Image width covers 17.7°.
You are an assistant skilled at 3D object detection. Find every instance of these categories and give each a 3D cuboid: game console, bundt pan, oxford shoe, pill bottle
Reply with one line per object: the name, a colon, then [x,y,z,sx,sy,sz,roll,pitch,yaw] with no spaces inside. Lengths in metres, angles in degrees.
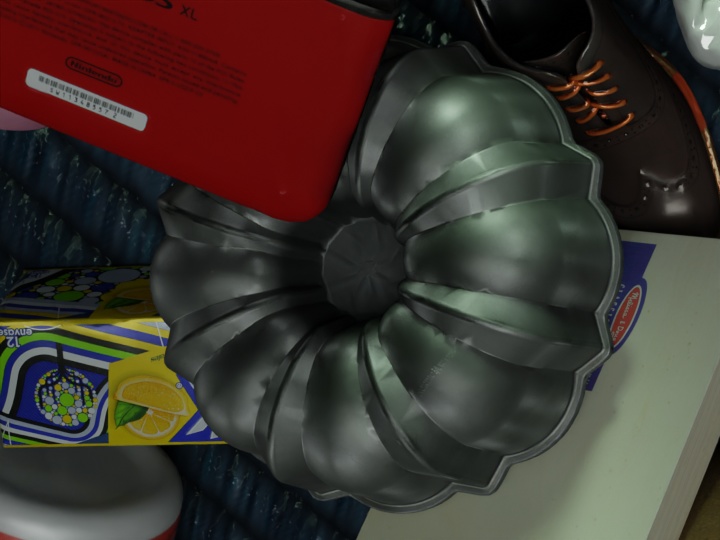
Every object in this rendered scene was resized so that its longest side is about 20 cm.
game console: [-0.071,-0.143,0.885,0.200,0.119,0.172,22,127,2]
bundt pan: [0.000,0.000,0.931,0.202,0.076,0.202,-1,88,23]
oxford shoe: [0.091,-0.078,0.977,0.071,0.073,0.200,-32,104,18]
pill bottle: [-0.157,0.174,1.086,0.116,0.116,0.200,15,113,2]

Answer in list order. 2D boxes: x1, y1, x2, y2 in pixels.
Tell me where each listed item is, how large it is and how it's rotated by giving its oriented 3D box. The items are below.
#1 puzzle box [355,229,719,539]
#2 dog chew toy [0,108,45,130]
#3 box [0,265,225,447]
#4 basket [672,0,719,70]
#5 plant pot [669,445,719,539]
puzzle box: [0.082,0.070,0.959,0.133,0.200,0.025,7,151,38]
dog chew toy: [-0.095,-0.128,0.962,0.200,0.125,0.125,-9,110,3]
box: [-0.061,0.037,1.044,0.200,0.070,0.064,-2,111,9]
basket: [0.195,-0.174,0.799,0.200,0.161,0.198,-11,86,10]
plant pot: [0.125,0.176,0.970,0.200,0.186,0.186,-19,108,-1]
